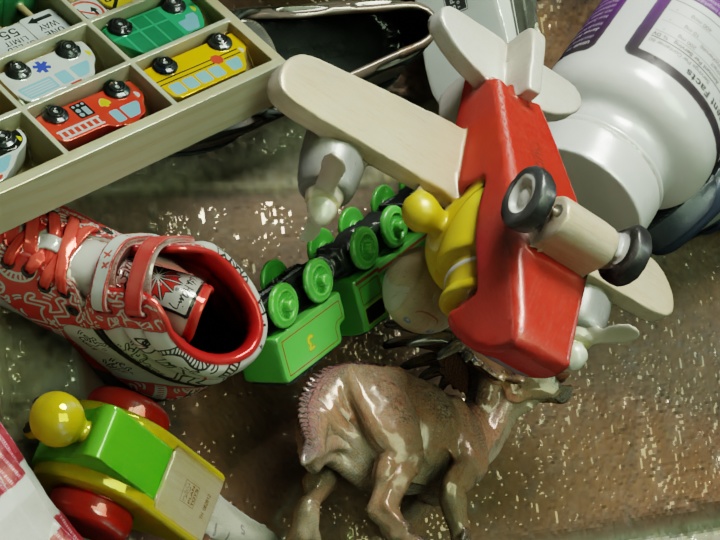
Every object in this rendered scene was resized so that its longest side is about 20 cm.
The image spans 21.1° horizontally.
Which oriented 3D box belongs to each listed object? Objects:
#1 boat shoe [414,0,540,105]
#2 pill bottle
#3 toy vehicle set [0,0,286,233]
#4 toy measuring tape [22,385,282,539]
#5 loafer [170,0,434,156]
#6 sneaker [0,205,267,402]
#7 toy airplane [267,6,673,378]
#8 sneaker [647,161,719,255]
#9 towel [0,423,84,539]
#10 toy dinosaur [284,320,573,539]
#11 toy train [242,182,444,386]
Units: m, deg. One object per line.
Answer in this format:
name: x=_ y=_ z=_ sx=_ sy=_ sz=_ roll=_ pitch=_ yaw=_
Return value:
boat shoe: x=0.064 y=-0.174 z=1.101 sx=0.063 sy=0.070 sz=0.202 roll=19 pitch=63 yaw=-57
pill bottle: x=0.172 y=-0.107 z=1.131 sx=0.112 sy=0.111 sz=0.200 roll=48 pitch=58 yaw=-18
toy vehicle set: x=-0.148 y=-0.090 z=0.908 sx=0.199 sy=0.027 sz=0.124 roll=-29 pitch=59 yaw=-36
toy measuring tape: x=-0.101 y=0.110 z=0.936 sx=0.200 sy=0.073 sz=0.074 roll=45 pitch=55 yaw=-46
loafer: x=-0.046 y=-0.112 z=1.007 sx=0.199 sy=0.063 sz=0.073 roll=-20 pitch=90 yaw=-36
sneaker: x=-0.135 y=-0.009 z=0.894 sx=0.201 sy=0.108 sz=0.068 roll=36 pitch=62 yaw=-24
toy airplane: x=0.058 y=-0.032 z=0.969 sx=0.200 sy=0.141 sz=0.199 roll=48 pitch=27 yaw=13
sneaker: x=0.245 y=-0.050 z=1.197 sx=0.200 sy=0.070 sz=0.082 roll=-38 pitch=102 yaw=-32
towel: x=-0.172 y=0.121 z=0.814 sx=0.201 sy=0.023 sz=0.144 roll=58 pitch=27 yaw=-15
toy dinosaur: x=0.019 y=0.076 z=0.987 sx=0.199 sy=0.085 sz=0.137 roll=12 pitch=72 yaw=-45
toy train: x=0.000 y=0.000 z=1.013 sx=0.200 sy=0.041 sz=0.057 roll=-35 pitch=116 yaw=-47
